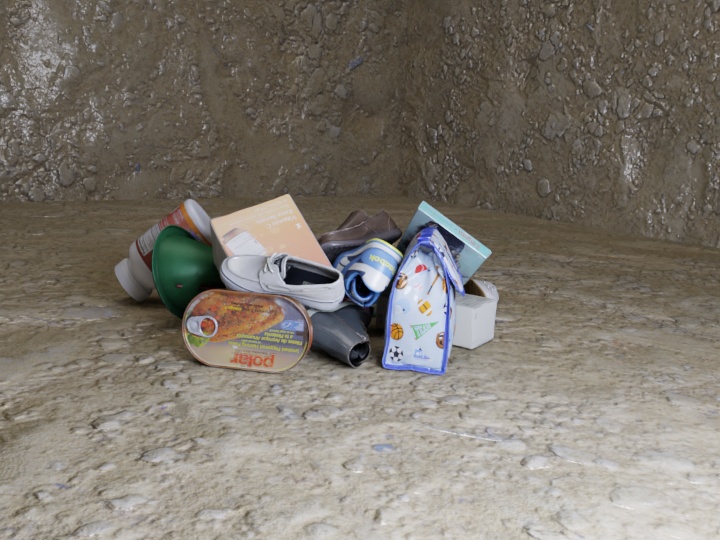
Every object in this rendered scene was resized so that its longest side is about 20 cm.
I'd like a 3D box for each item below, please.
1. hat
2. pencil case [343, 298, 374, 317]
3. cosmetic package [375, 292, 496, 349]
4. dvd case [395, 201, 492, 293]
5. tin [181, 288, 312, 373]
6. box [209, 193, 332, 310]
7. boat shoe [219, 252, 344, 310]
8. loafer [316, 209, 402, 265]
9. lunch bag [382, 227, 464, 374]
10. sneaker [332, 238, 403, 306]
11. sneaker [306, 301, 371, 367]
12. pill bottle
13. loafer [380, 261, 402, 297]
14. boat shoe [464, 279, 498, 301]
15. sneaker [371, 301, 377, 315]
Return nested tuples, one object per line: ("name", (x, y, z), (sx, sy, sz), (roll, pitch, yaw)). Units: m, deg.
("hat", (-0.240, -0.002, 1.338), (0.171, 0.170, 0.200), (-9, -26, 20))
("pencil case", (-0.074, 0.047, 1.380), (0.195, 0.090, 0.087), (13, 13, 14))
("cosmetic package", (0.134, 0.078, 1.369), (0.196, 0.075, 0.102), (11, 13, 34))
("dvd case", (0.138, -0.030, 1.347), (0.145, 0.022, 0.201), (37, -23, 4))
("tin", (-0.166, 0.088, 1.124), (0.194, 0.116, 0.042), (6, 1, 9))
("box", (-0.144, -0.003, 1.259), (0.149, 0.108, 0.202), (-20, 56, -21))
("boat shoe", (-0.119, 0.006, 1.143), (0.195, 0.067, 0.073), (16, 53, 8))
("loafer", (-0.012, -0.063, 1.337), (0.197, 0.072, 0.073), (-14, -19, -48))
("lunch bag", (0.104, 0.040, 1.209), (0.120, 0.206, 0.170), (4, 10, 7))
("sneaker", (-0.006, 0.016, 1.225), (0.073, 0.084, 0.200), (27, -25, -14))
("sneaker", (-0.014, 0.109, 1.219), (0.105, 0.077, 0.199), (28, 15, 24))
("pill bottle", (-0.372, -0.034, 1.472), (0.198, 0.113, 0.112), (-38, 11, 3))
("loafer", (0.068, 0.016, 1.344), (0.194, 0.074, 0.063), (6, -9, -1))
("boat shoe", (0.250, 0.050, 1.550), (0.067, 0.073, 0.200), (0, 10, -8))
("sneaker", (0.020, 0.017, 1.492), (0.078, 0.135, 0.197), (9, 12, 39))
